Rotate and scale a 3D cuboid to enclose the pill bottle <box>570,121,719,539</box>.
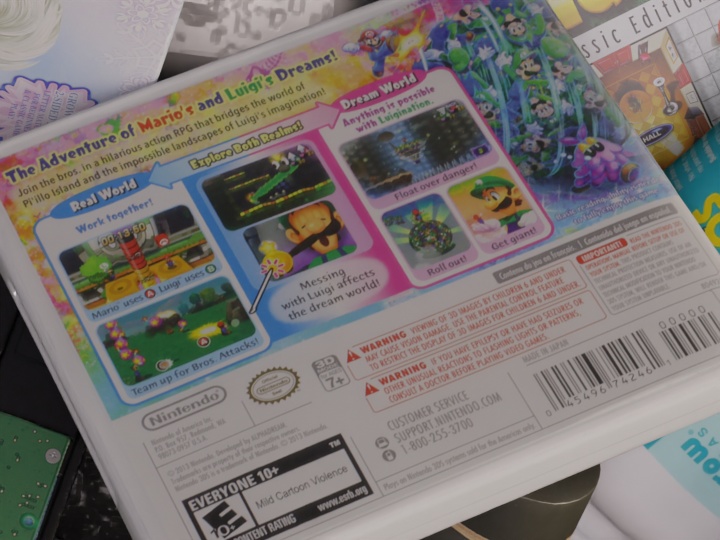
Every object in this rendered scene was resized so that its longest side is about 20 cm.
[{"bbox_3d":[0.123,0.019,0.982,0.200,0.111,0.111,-42,97,13],"label":"pill bottle"}]

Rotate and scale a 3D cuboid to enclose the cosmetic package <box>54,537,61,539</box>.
[{"bbox_3d":[-0.050,0.179,1.025,0.199,0.071,0.102,27,97,-5],"label":"cosmetic package"}]

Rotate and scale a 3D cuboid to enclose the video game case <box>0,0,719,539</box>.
[{"bbox_3d":[0.000,0.000,0.923,0.199,0.024,0.182,-22,55,-14],"label":"video game case"}]

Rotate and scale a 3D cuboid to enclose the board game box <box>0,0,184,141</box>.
[{"bbox_3d":[-0.147,-0.118,0.921,0.198,0.200,0.041,11,54,-10],"label":"board game box"}]

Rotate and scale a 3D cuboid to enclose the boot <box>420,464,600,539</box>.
[{"bbox_3d":[-0.019,0.060,0.987,0.077,0.200,0.139,-4,131,-36],"label":"boot"}]

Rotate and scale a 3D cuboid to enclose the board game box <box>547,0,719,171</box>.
[{"bbox_3d":[0.088,-0.072,1.020,0.199,0.023,0.105,-27,96,2],"label":"board game box"}]

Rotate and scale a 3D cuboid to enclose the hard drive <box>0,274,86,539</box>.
[{"bbox_3d":[-0.157,0.047,0.969,0.139,0.038,0.201,19,61,-4],"label":"hard drive"}]
